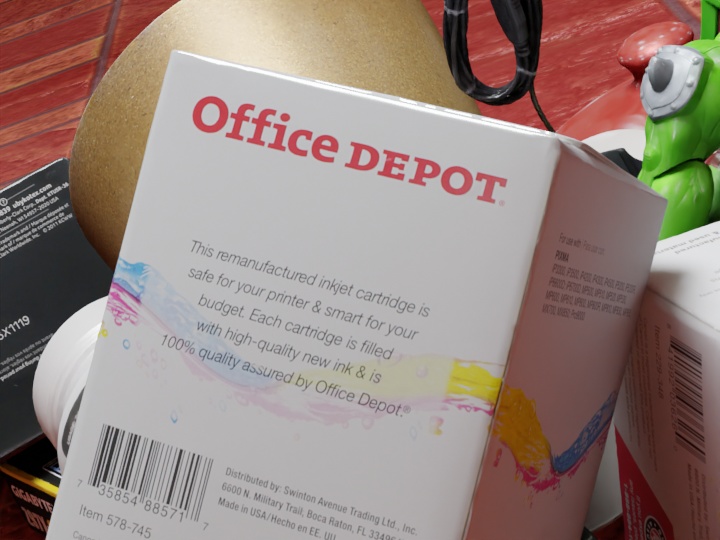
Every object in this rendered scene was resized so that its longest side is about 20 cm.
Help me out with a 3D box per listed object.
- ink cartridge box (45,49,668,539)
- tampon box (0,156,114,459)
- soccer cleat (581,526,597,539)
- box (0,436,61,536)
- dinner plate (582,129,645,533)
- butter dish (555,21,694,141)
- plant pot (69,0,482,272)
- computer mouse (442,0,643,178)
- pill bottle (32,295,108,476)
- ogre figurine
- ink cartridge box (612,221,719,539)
[{"bbox_3d":[0.001,0.043,0.701,0.144,0.202,0.144,16,2,23],"label":"ink cartridge box"},{"bbox_3d":[-0.209,0.035,1.191,0.149,0.127,0.200,-31,2,-14],"label":"tampon box"},{"bbox_3d":[0.076,0.153,0.832,0.084,0.065,0.200,-50,25,5],"label":"soccer cleat"},{"bbox_3d":[-0.079,0.092,1.137,0.199,0.050,0.159,-31,20,-26],"label":"box"},{"bbox_3d":[0.095,0.027,0.960,0.024,0.202,0.200,17,-1,-32],"label":"dinner plate"},{"bbox_3d":[0.182,-0.066,1.137,0.199,0.149,0.200,-27,20,-20],"label":"butter dish"},{"bbox_3d":[0.000,0.000,0.870,0.185,0.187,0.200,-25,52,-14],"label":"plant pot"},{"bbox_3d":[0.086,-0.048,0.835,0.058,0.200,0.034,-30,34,5],"label":"computer mouse"},{"bbox_3d":[-0.073,0.094,0.958,0.116,0.117,0.200,-27,37,-18],"label":"pill bottle"},{"bbox_3d":[0.172,-0.052,0.840,0.199,0.121,0.098,-15,27,-12],"label":"ogre figurine"},{"bbox_3d":[0.172,0.082,0.723,0.085,0.149,0.200,-17,26,-21],"label":"ink cartridge box"}]
